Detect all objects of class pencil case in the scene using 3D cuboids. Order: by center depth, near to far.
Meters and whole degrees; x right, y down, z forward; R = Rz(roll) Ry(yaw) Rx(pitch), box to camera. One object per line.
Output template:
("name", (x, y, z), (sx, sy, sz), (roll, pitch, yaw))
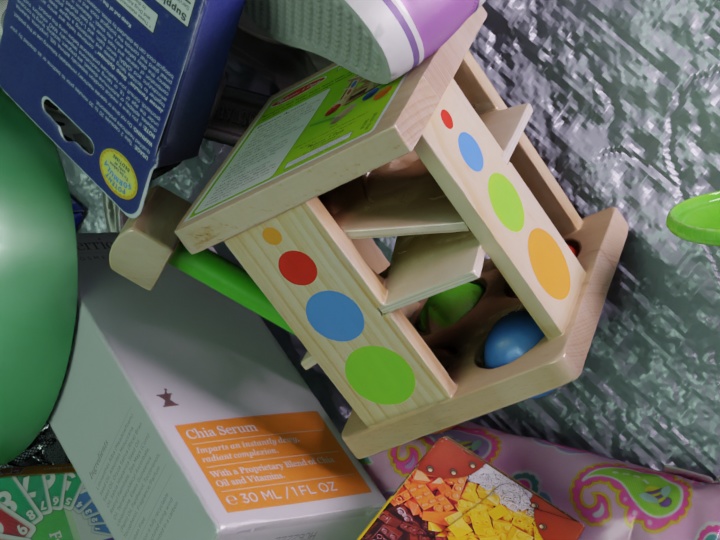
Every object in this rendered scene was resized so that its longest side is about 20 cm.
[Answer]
("pencil case", (0.095, 0.119, 0.855), (0.200, 0.087, 0.088), (11, 102, 30))

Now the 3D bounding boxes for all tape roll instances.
("tape roll", (-0.213, 0.001, 0.923), (0.200, 0.048, 0.201), (-1, 88, 51))

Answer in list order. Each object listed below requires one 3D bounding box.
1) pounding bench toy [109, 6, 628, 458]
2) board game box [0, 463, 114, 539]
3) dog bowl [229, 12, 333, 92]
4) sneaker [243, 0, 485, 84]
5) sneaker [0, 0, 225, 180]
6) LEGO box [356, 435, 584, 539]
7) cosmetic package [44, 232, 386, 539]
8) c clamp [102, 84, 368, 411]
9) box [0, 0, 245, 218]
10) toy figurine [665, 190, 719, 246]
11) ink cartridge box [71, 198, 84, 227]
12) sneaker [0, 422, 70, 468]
("pounding bench toy", (0.000, 0.000, 0.846), (0.200, 0.124, 0.156), (-23, 113, 33))
("board game box", (-0.123, 0.148, 0.952), (0.030, 0.199, 0.096), (-153, 61, -74))
("dog bowl", (-0.022, -0.183, 0.897), (0.200, 0.059, 0.201), (5, 100, 32))
("sneaker", (-0.001, -0.157, 0.824), (0.114, 0.073, 0.200), (-42, 44, -12))
("sneaker", (-0.145, -0.100, 0.922), (0.200, 0.088, 0.074), (19, 80, 53))
("LEGO box", (0.007, 0.194, 0.808), (0.077, 0.149, 0.200), (32, 137, 12))
("cosmetic package", (-0.085, 0.070, 0.885), (0.200, 0.101, 0.071), (52, 129, 34))
("c clamp", (-0.066, -0.013, 0.967), (0.200, 0.027, 0.171), (23, 109, 27))
("box", (-0.104, -0.135, 0.816), (0.121, 0.032, 0.200), (43, 131, 25))
("toy figurine", (0.215, 0.069, 0.758), (0.200, 0.150, 0.185), (14, 115, 52))
("ink cartridge box", (-0.252, -0.017, 1.053), (0.136, 0.076, 0.200), (41, 117, 20))
("sneaker", (-0.184, 0.121, 1.008), (0.075, 0.114, 0.201), (-1, 96, 32))
